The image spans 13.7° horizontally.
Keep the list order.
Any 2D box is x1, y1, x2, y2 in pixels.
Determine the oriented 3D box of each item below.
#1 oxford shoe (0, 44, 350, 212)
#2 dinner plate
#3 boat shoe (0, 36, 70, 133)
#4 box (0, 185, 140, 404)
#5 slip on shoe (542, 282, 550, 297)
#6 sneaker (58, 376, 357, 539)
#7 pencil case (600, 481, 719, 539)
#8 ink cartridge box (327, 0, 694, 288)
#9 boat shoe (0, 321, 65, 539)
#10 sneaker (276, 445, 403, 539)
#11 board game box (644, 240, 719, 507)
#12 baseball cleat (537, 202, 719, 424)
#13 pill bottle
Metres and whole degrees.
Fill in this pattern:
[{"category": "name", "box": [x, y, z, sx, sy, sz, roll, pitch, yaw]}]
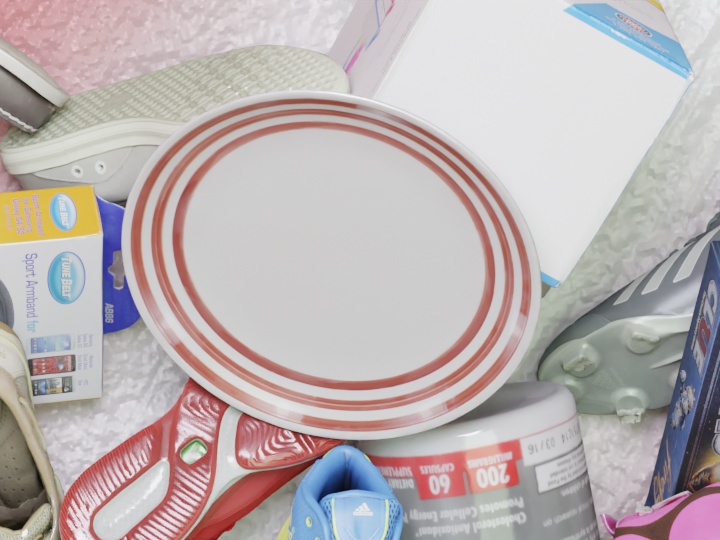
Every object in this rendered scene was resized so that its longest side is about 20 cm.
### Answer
[{"category": "oxford shoe", "box": [-0.086, -0.064, 1.461, 0.199, 0.075, 0.058, -12, 118, 31]}, {"category": "dinner plate", "box": [-0.013, -0.004, 1.395, 0.199, 0.024, 0.201, 6, 126, 8]}, {"category": "boat shoe", "box": [-0.239, -0.117, 1.463, 0.199, 0.072, 0.060, 31, 90, -7]}, {"category": "box", "box": [-0.203, 0.018, 1.464, 0.199, 0.042, 0.119, -4, 136, -8]}, {"category": "slip on shoe", "box": [0.000, 0.000, 1.525, 0.199, 0.076, 0.061, 1, 135, -18]}, {"category": "sneaker", "box": [-0.068, 0.094, 1.503, 0.199, 0.116, 0.079, -31, 76, -17]}, {"category": "pencil case", "box": [0.223, 0.132, 1.502, 0.199, 0.091, 0.094, -21, 58, 5]}, {"category": "ink cartridge box", "box": [0.066, -0.104, 1.466, 0.128, 0.200, 0.126, 27, 107, -11]}, {"category": "boat shoe", "box": [-0.176, 0.122, 1.469, 0.072, 0.065, 0.201, -10, 121, -7]}, {"category": "sneaker", "box": [-0.016, 0.165, 1.409, 0.075, 0.201, 0.105, 2, 133, -5]}, {"category": "board game box", "box": [0.227, 0.064, 1.520, 0.134, 0.035, 0.201, -3, 136, -9]}, {"category": "baseball cleat", "box": [0.182, 0.007, 1.555, 0.199, 0.107, 0.070, -23, 126, 19]}, {"category": "pill bottle", "box": [0.070, 0.166, 1.521, 0.113, 0.114, 0.201, -12, 97, -9]}]
